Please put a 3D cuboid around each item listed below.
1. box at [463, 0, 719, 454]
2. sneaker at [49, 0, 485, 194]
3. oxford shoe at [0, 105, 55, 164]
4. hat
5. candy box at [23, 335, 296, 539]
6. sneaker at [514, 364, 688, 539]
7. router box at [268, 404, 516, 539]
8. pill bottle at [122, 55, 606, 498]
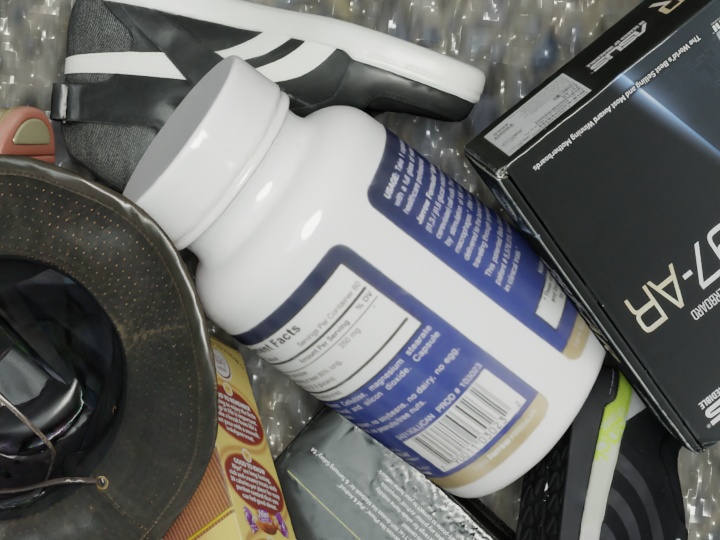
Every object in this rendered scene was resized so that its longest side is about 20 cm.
[{"bbox_3d":[0.165,-0.047,0.732,0.200,0.044,0.160,-38,114,-1],"label":"box"},{"bbox_3d":[-0.047,-0.066,0.844,0.199,0.073,0.112,15,95,14],"label":"sneaker"},{"bbox_3d":[-0.204,0.009,0.850,0.074,0.071,0.201,26,99,19],"label":"oxford shoe"},{"bbox_3d":[-0.142,0.042,0.776,0.200,0.081,0.201,3,104,12],"label":"hat"},{"bbox_3d":[-0.087,0.137,0.800,0.116,0.056,0.201,-29,60,18],"label":"candy box"},{"bbox_3d":[0.112,0.126,0.783,0.083,0.072,0.200,24,55,-10],"label":"sneaker"},{"bbox_3d":[0.017,0.174,0.842,0.200,0.051,0.149,43,96,5],"label":"router box"},{"bbox_3d":[0.000,0.000,0.777,0.200,0.111,0.111,37,94,-16],"label":"pill bottle"}]
